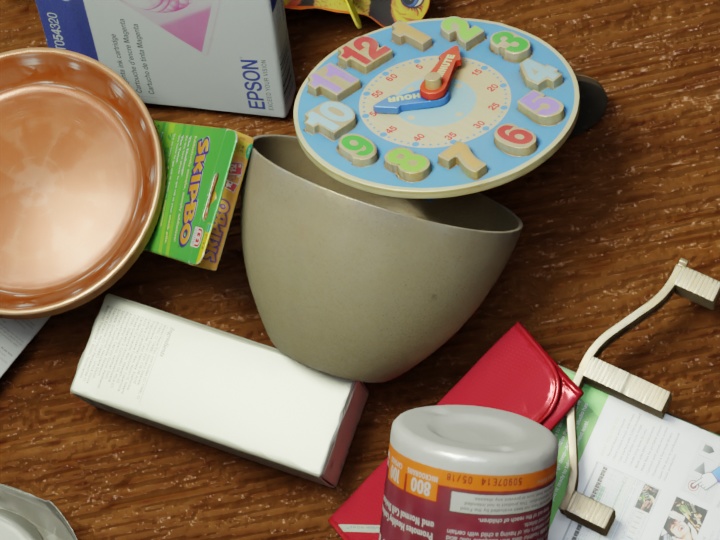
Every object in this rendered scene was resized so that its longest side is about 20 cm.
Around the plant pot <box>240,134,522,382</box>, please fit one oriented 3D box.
[{"bbox_3d":[0.000,0.000,1.438,0.199,0.200,0.135,20,104,13],"label":"plant pot"}]

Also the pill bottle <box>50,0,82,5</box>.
[{"bbox_3d":[-0.187,-0.253,1.556,0.199,0.111,0.112,5,76,10],"label":"pill bottle"}]

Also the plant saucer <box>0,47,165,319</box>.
[{"bbox_3d":[-0.237,-0.062,1.469,0.199,0.032,0.201,-2,75,8],"label":"plant saucer"}]

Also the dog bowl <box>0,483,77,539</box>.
[{"bbox_3d":[-0.282,0.245,1.469,0.199,0.059,0.201,-2,75,8],"label":"dog bowl"}]

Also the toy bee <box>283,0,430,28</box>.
[{"bbox_3d":[0.010,-0.212,1.516,0.199,0.131,0.109,6,120,16],"label":"toy bee"}]

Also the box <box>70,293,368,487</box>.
[{"bbox_3d":[-0.101,0.087,1.478,0.199,0.068,0.083,19,80,12],"label":"box"}]

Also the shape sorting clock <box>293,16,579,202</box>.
[{"bbox_3d":[0.052,-0.118,1.412,0.199,0.039,0.200,-7,38,5],"label":"shape sorting clock"}]

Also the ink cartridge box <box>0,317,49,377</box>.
[{"bbox_3d":[-0.304,0.049,1.509,0.095,0.037,0.200,42,85,-24],"label":"ink cartridge box"}]

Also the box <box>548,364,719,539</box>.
[{"bbox_3d":[0.198,0.171,1.430,0.199,0.036,0.145,24,80,12],"label":"box"}]

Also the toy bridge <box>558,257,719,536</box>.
[{"bbox_3d":[0.184,0.080,1.424,0.067,0.027,0.201,24,79,15],"label":"toy bridge"}]

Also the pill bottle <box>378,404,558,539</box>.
[{"bbox_3d":[0.066,0.201,1.370,0.114,0.114,0.201,8,103,10],"label":"pill bottle"}]

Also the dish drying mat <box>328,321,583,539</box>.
[{"bbox_3d":[0.065,0.132,1.439,0.200,0.018,0.077,-47,58,10],"label":"dish drying mat"}]

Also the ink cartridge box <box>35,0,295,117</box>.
[{"bbox_3d":[-0.155,-0.196,1.494,0.199,0.197,0.043,5,55,9],"label":"ink cartridge box"}]

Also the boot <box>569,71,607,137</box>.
[{"bbox_3d":[0.082,-0.136,1.512,0.199,0.074,0.076,-2,43,-2],"label":"boot"}]

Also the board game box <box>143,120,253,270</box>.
[{"bbox_3d":[-0.127,-0.056,1.457,0.030,0.200,0.096,16,89,-22],"label":"board game box"}]
